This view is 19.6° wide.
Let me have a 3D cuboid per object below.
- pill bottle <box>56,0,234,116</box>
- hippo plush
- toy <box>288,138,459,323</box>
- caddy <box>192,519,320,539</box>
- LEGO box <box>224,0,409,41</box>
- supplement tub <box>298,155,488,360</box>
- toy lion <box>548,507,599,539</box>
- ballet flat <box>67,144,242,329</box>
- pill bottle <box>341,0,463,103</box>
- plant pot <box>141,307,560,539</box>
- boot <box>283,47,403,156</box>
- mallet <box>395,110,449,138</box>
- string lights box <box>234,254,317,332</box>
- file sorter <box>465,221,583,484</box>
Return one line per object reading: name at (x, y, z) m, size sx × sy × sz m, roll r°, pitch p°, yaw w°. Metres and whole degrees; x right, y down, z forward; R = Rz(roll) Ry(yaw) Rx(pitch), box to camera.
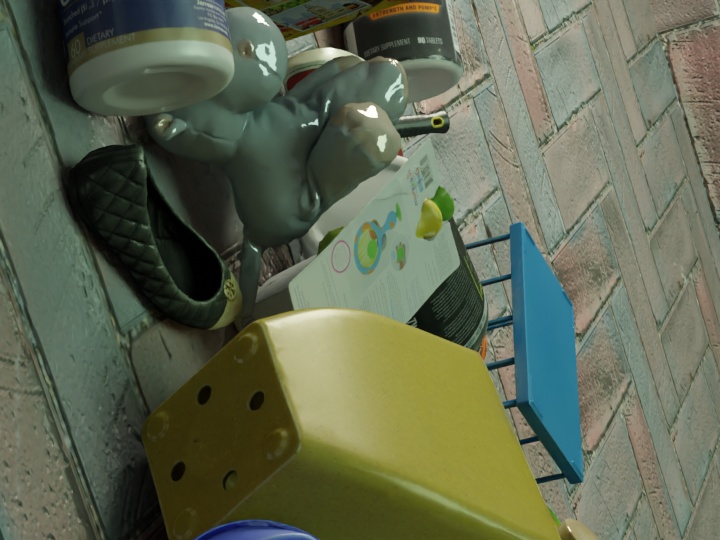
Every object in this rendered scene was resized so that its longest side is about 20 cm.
pill bottle at (-0.153, -0.214, 1.390) m, size 0.111 × 0.110 × 0.201 m, roll 20°, pitch 56°, yaw -66°
hippo plush at (-0.080, -0.112, 1.504) m, size 0.161 × 0.200 × 0.160 m, roll 37°, pitch 22°, yaw -21°
toy at (0.000, 0.000, 1.526) m, size 0.200 × 0.047 × 0.116 m, roll -44°, pitch 132°, yaw -39°
caddy at (-0.075, 0.233, 1.187) m, size 0.142 × 0.200 × 0.105 m, roll 51°, pitch -21°, yaw -8°
LEGO box at (-0.031, -0.250, 1.615) m, size 0.149 × 0.199 × 0.078 m, roll 20°, pitch 57°, yaw -66°
supplement tub at (0.033, 0.011, 1.700) m, size 0.200 × 0.122 × 0.123 m, roll 63°, pitch 22°, yaw -47°
toy lion at (0.098, 0.195, 1.759) m, size 0.192 × 0.069 × 0.200 m, roll 51°, pitch 19°, yaw 22°
ballet flat at (-0.127, -0.016, 1.398) m, size 0.200 × 0.057 × 0.067 m, roll 49°, pitch 33°, yaw -51°
pill bottle at (0.029, -0.264, 1.928) m, size 0.106 × 0.106 × 0.201 m, roll 27°, pitch 50°, yaw -64°
plant pot at (-0.026, 0.138, 1.331) m, size 0.200 × 0.194 × 0.196 m, roll 32°, pitch 25°, yaw -39°
boot at (-0.007, -0.089, 1.762) m, size 0.200 × 0.072 × 0.145 m, roll 49°, pitch 33°, yaw -57°
mallet at (-0.003, -0.103, 1.702) m, size 0.199 × 0.041 × 0.066 m, roll -1°, pitch 84°, yaw -39°
string lights box at (-0.014, 0.095, 1.577) m, size 0.201 × 0.059 × 0.103 m, roll 61°, pitch 22°, yaw -8°
file sorter at (0.121, 0.088, 1.900) m, size 0.139 × 0.122 × 0.201 m, roll 53°, pitch 29°, yaw -45°
